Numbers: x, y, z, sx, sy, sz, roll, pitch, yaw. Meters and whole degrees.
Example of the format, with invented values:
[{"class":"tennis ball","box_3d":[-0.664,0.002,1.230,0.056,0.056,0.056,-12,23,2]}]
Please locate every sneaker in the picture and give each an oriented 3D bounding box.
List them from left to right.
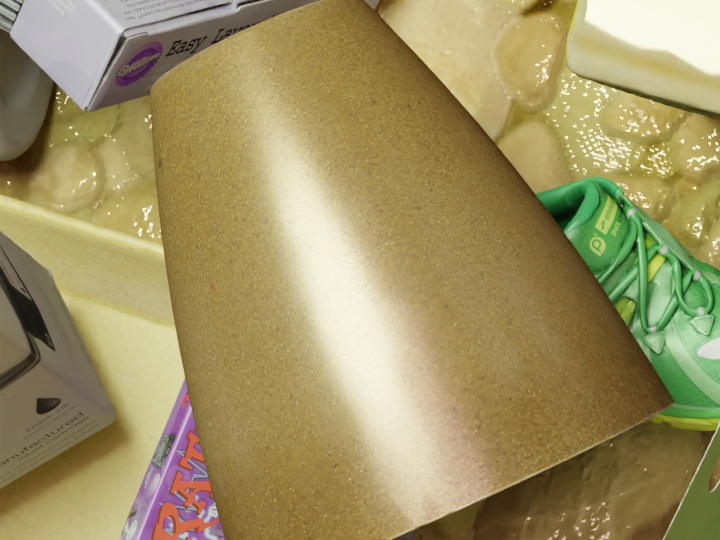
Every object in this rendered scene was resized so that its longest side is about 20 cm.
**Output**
[{"class":"sneaker","box_3d":[0.109,0.010,1.148,0.199,0.084,0.074,12,50,14]}]

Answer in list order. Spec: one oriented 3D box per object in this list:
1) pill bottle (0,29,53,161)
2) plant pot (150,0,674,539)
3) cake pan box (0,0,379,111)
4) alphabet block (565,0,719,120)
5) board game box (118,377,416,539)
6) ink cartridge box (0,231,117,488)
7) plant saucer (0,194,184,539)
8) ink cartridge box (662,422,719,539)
[{"class":"pill bottle","box_3d":[-0.251,-0.111,1.246,0.199,0.120,0.120,1,75,12]},{"class":"plant pot","box_3d":[0.000,0.000,1.071,0.186,0.186,0.201,-24,87,5]},{"class":"cake pan box","box_3d":[-0.108,-0.161,1.197,0.184,0.200,0.052,43,126,19]},{"class":"alphabet block","box_3d":[0.221,-0.138,1.073,0.199,0.195,0.197,17,93,22]},{"class":"board game box","box_3d":[-0.037,0.108,1.152,0.120,0.032,0.201,25,79,-18]},{"class":"ink cartridge box","box_3d":[-0.202,0.041,1.100,0.145,0.200,0.084,-29,71,3]},{"class":"plant saucer","box_3d":[-0.139,0.079,1.208,0.199,0.048,0.201,17,79,17]},{"class":"ink cartridge box","box_3d":[0.177,0.082,1.057,0.048,0.200,0.146,25,81,20]}]
